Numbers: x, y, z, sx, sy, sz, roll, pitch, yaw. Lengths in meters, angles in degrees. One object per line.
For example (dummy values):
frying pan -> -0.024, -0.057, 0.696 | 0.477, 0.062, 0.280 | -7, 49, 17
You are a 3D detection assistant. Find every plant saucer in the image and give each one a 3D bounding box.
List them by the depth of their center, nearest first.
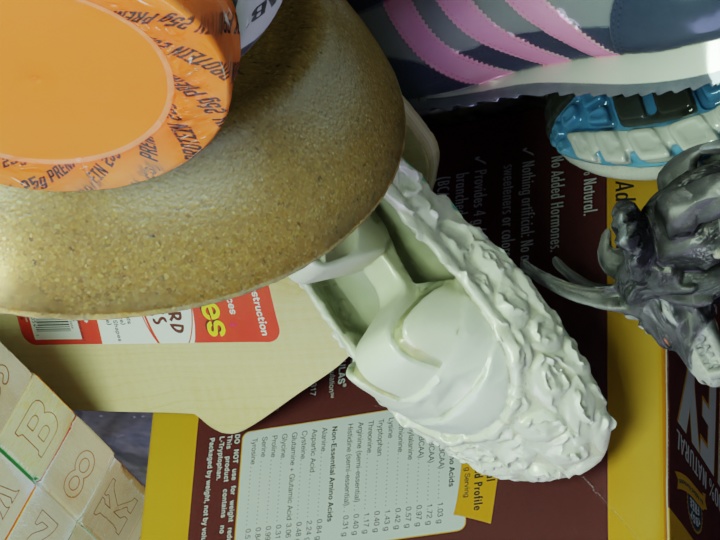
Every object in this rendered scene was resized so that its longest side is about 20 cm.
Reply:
plant saucer -> -0.084, -0.064, 0.705 | 0.198, 0.201, 0.036 | 5, 130, -3

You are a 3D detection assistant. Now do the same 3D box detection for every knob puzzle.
knob puzzle -> -0.061, -0.038, 0.853 | 0.218, 0.030, 0.221 | 11, 119, 21

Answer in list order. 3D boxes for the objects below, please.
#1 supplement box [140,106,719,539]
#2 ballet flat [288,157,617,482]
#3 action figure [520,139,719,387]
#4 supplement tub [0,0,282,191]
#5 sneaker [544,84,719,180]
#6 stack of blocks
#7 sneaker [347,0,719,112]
supplement box -> 0.039, 0.061, 0.927 | 0.199, 0.199, 0.133 | -10, 147, 20
ballet flat -> 0.000, 0.000, 0.785 | 0.200, 0.072, 0.072 | 50, 134, -6
action figure -> 0.155, -0.005, 0.780 | 0.199, 0.103, 0.119 | -23, 166, 22
supplement tub -> -0.073, -0.129, 0.638 | 0.121, 0.201, 0.123 | 2, 148, 1
sneaker -> 0.161, -0.066, 0.840 | 0.199, 0.076, 0.087 | -15, 149, 26
stack of blocks -> -0.139, 0.090, 0.924 | 0.115, 0.059, 0.200 | 11, 152, 37
sneaker -> 0.049, -0.101, 0.816 | 0.199, 0.070, 0.083 | -4, 111, 28
